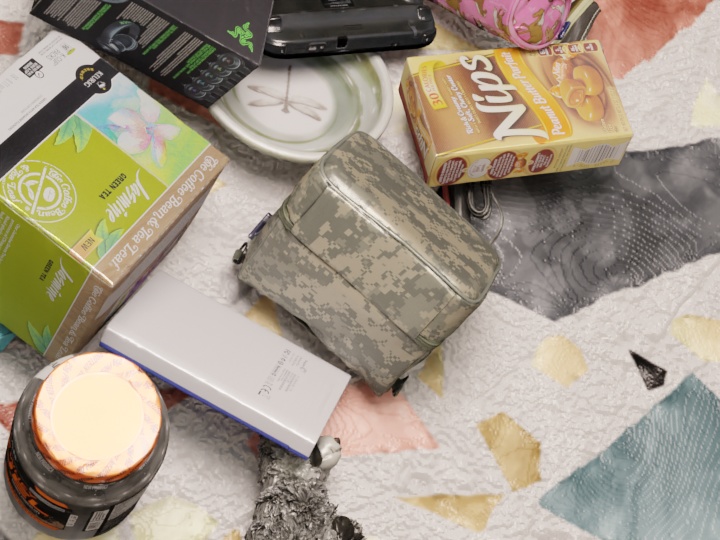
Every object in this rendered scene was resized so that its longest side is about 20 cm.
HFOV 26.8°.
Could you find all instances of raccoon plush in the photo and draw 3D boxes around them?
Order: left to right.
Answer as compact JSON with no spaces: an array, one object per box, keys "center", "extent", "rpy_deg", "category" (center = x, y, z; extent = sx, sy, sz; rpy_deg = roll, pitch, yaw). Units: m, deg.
[{"center":[-0.091,0.213,1.288],"extent":[0.199,0.097,0.134],"rpy_deg":[-30,73,-24],"category":"raccoon plush"}]

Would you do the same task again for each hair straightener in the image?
[{"center":[0.103,-0.100,1.464],"extent":[0.041,0.077,0.202],"rpy_deg":[17,63,-39],"category":"hair straightener"}]

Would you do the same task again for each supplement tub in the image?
[{"center":[-0.220,0.140,1.211],"extent":[0.121,0.200,0.124],"rpy_deg":[6,68,-14],"category":"supplement tub"}]

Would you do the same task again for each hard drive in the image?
[{"center":[-0.113,0.079,1.311],"extent":[0.199,0.026,0.132],"rpy_deg":[29,26,2],"category":"hard drive"}]

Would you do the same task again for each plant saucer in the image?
[{"center":[-0.068,-0.172,1.441],"extent":[0.198,0.050,0.202],"rpy_deg":[11,54,-15],"category":"plant saucer"}]

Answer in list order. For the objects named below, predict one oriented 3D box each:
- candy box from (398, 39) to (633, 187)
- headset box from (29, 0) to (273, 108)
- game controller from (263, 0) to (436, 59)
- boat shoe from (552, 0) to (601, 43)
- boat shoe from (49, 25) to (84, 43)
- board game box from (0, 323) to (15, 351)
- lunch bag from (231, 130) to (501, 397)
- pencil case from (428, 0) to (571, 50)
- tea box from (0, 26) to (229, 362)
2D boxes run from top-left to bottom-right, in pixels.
[{"center":[0.146,-0.150,1.434],"extent":[0.198,0.055,0.116],"rpy_deg":[-7,60,-14],"category":"candy box"},{"center":[-0.167,-0.267,1.338],"extent":[0.199,0.093,0.176],"rpy_deg":[28,55,-27],"category":"headset box"},{"center":[-0.024,-0.250,1.466],"extent":[0.198,0.042,0.105],"rpy_deg":[-8,45,-27],"category":"game controller"},{"center":[0.192,-0.193,1.534],"extent":[0.066,0.072,0.201],"rpy_deg":[39,69,-7],"category":"boat shoe"},{"center":[-0.239,-0.280,1.411],"extent":[0.065,0.073,0.202],"rpy_deg":[17,91,-20],"category":"boat shoe"},{"center":[-0.401,0.031,1.236],"extent":[0.152,0.047,0.199],"rpy_deg":[55,38,7],"category":"board game box"},{"center":[0.000,0.000,1.353],"extent":[0.200,0.168,0.139],"rpy_deg":[40,27,-1],"category":"lunch bag"},{"center":[0.123,-0.283,1.482],"extent":[0.086,0.200,0.084],"rpy_deg":[6,111,-38],"category":"pencil case"},{"center":[-0.254,-0.065,1.283],"extent":[0.196,0.134,0.200],"rpy_deg":[38,44,-2],"category":"tea box"}]
